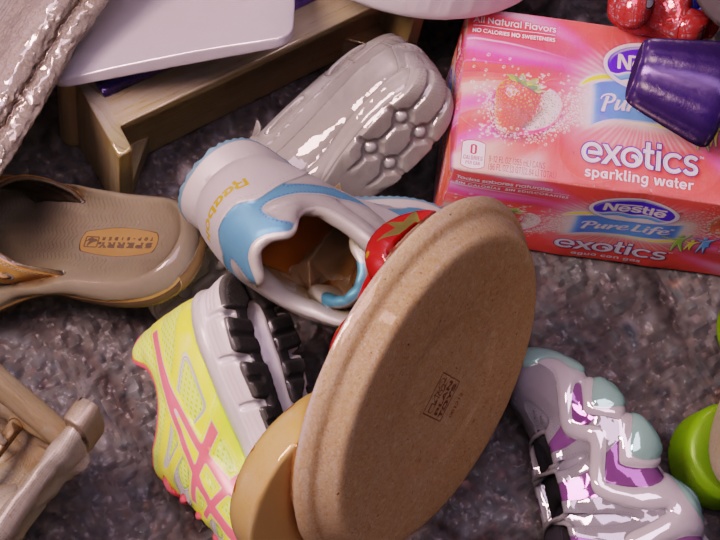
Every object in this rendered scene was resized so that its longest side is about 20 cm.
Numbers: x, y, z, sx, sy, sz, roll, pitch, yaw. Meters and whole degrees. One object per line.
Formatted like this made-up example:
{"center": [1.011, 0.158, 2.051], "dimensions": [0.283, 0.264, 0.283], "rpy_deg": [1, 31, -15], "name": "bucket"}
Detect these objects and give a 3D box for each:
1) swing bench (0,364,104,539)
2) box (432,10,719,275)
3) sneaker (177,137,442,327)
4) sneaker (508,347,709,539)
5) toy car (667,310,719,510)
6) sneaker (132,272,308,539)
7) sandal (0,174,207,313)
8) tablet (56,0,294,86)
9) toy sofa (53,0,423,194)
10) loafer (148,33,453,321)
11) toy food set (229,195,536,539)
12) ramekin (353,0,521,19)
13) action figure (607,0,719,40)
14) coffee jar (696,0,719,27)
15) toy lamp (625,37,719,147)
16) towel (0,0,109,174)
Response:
{"center": [-0.263, 0.108, 1.147], "dimensions": [0.200, 0.130, 0.199], "rpy_deg": [36, 69, 3], "name": "swing bench"}
{"center": [0.145, -0.068, 1.269], "dimensions": [0.199, 0.095, 0.103], "rpy_deg": [8, 67, -3], "name": "box"}
{"center": [0.000, 0.000, 1.197], "dimensions": [0.200, 0.077, 0.081], "rpy_deg": [17, 23, -38], "name": "sneaker"}
{"center": [0.106, 0.145, 1.192], "dimensions": [0.140, 0.078, 0.200], "rpy_deg": [-36, 76, -18], "name": "sneaker"}
{"center": [0.291, 0.080, 1.203], "dimensions": [0.200, 0.164, 0.158], "rpy_deg": [27, 68, -8], "name": "toy car"}
{"center": [-0.062, 0.107, 1.201], "dimensions": [0.090, 0.078, 0.201], "rpy_deg": [-19, 82, 30], "name": "sneaker"}
{"center": [-0.178, -0.017, 1.215], "dimensions": [0.199, 0.054, 0.081], "rpy_deg": [-2, 61, 20], "name": "sandal"}
{"center": [-0.097, -0.168, 1.261], "dimensions": [0.130, 0.014, 0.200], "rpy_deg": [-10, 37, 8], "name": "tablet"}
{"center": [-0.072, -0.124, 1.277], "dimensions": [0.200, 0.083, 0.098], "rpy_deg": [-27, 74, -15], "name": "toy sofa"}
{"center": [-0.038, -0.047, 1.244], "dimensions": [0.200, 0.070, 0.070], "rpy_deg": [-40, 43, 4], "name": "loafer"}
{"center": [0.021, 0.054, 1.140], "dimensions": [0.049, 0.198, 0.200], "rpy_deg": [26, 104, 27], "name": "toy food set"}
{"center": [0.033, -0.225, 1.238], "dimensions": [0.200, 0.098, 0.201], "rpy_deg": [9, 46, -10], "name": "ramekin"}
{"center": [0.185, -0.156, 1.268], "dimensions": [0.065, 0.052, 0.200], "rpy_deg": [22, 27, 24], "name": "action figure"}
{"center": [0.244, -0.147, 1.190], "dimensions": [0.104, 0.200, 0.085], "rpy_deg": [38, 109, 20], "name": "coffee jar"}
{"center": [0.236, -0.075, 1.199], "dimensions": [0.199, 0.058, 0.058], "rpy_deg": [16, 68, 1], "name": "toy lamp"}
{"center": [-0.179, -0.123, 1.219], "dimensions": [0.034, 0.132, 0.200], "rpy_deg": [35, 76, -24], "name": "towel"}
